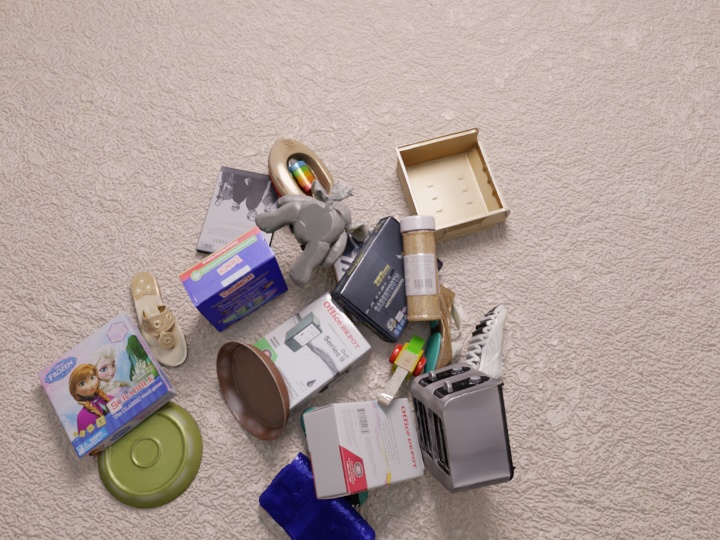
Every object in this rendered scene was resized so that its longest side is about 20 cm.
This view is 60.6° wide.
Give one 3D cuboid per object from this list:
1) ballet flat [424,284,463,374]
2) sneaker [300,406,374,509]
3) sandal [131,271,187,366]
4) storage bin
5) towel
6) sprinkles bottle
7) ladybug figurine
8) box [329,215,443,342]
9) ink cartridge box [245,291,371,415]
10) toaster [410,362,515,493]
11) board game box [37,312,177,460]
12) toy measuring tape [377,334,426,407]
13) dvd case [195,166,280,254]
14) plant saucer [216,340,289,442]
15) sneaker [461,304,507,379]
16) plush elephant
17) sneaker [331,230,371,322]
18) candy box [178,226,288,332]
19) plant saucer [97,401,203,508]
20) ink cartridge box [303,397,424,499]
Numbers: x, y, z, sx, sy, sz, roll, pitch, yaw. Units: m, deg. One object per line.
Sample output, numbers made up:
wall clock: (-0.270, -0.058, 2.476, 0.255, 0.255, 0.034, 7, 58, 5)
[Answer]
ballet flat: (0.168, 0.125, 1.226, 0.072, 0.068, 0.201, 10, 67, -17)
sneaker: (-0.055, 0.342, 1.125, 0.071, 0.080, 0.200, -45, 74, 29)
sandal: (-0.412, 0.091, 1.221, 0.077, 0.070, 0.212, -24, 74, -8)
storage bin: (0.193, -0.177, 1.303, 0.198, 0.094, 0.201, -15, 72, -5)
towel: (-0.083, 0.437, 1.083, 0.200, 0.050, 0.148, 42, 117, 13)
sprinkles bottle: (0.116, -0.003, 1.185, 0.068, 0.068, 0.201, -3, 86, -2)
ladybug figurine: (-0.128, -0.187, 1.301, 0.136, 0.072, 0.200, -24, 81, -40)
box: (0.055, 0.017, 1.218, 0.158, 0.051, 0.200, 41, 68, -19)
ink cartridge box: (-0.098, 0.159, 1.194, 0.200, 0.084, 0.146, -36, 75, -11)
toaster: (0.175, 0.273, 1.068, 0.118, 0.181, 0.201, -10, 95, -11)
board game box: (-0.483, 0.216, 1.173, 0.200, 0.041, 0.200, -38, 67, -8)
toy measuring tape: (0.075, 0.197, 1.171, 0.073, 0.074, 0.200, 28, 43, 8)
dvd case: (-0.251, -0.119, 1.316, 0.150, 0.025, 0.201, 12, 72, 3)
plant saucer: (-0.194, 0.217, 1.136, 0.034, 0.200, 0.200, -25, 70, -43)
sneaker: (0.249, 0.165, 1.207, 0.081, 0.075, 0.200, 25, 81, -1)
plush elephant: (-0.075, -0.087, 1.185, 0.200, 0.155, 0.165, -43, 80, 8)
sneaker: (0.000, 0.000, 1.255, 0.108, 0.070, 0.201, -15, 69, -3)
candy box: (-0.235, 0.023, 1.177, 0.169, 0.200, 0.077, -33, 75, -11)
plant saucer: (-0.400, 0.342, 1.160, 0.199, 0.031, 0.201, 0, 71, -1)
ink cartridge box: (0.009, 0.310, 1.088, 0.083, 0.200, 0.146, -26, 67, 38)
